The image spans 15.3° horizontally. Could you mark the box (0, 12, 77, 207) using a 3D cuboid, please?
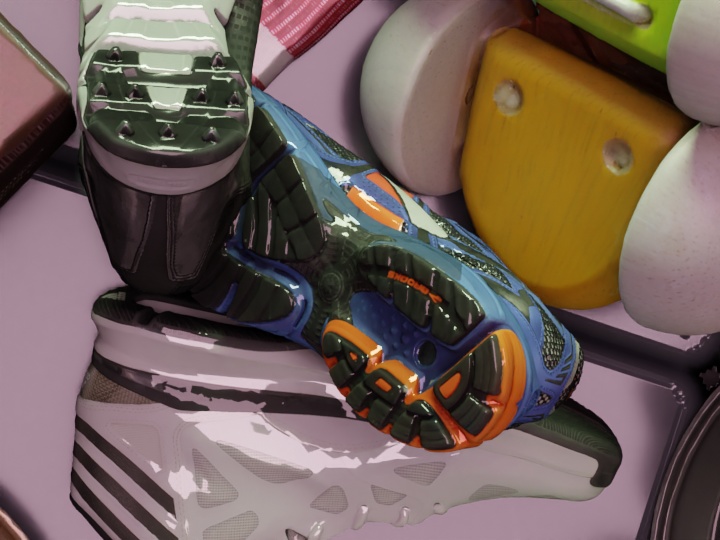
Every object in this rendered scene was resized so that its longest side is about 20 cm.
[{"bbox_3d":[-0.206,-0.054,0.888,0.166,0.200,0.164,-45,94,-4],"label":"box"}]

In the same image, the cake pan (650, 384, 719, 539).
[{"bbox_3d":[0.210,0.112,1.011,0.199,0.037,0.201,0,91,-5],"label":"cake pan"}]

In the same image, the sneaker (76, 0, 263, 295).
[{"bbox_3d":[-0.067,-0.066,0.912,0.066,0.200,0.091,4,128,-4],"label":"sneaker"}]

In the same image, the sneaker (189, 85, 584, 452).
[{"bbox_3d":[0.000,0.000,0.942,0.200,0.078,0.075,44,113,35],"label":"sneaker"}]

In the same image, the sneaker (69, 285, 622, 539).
[{"bbox_3d":[-0.011,0.082,0.983,0.200,0.076,0.116,13,102,-3],"label":"sneaker"}]

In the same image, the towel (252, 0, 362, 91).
[{"bbox_3d":[-0.018,-0.183,0.993,0.200,0.023,0.144,-45,96,-2],"label":"towel"}]

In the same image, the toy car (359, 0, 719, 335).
[{"bbox_3d":[0.105,-0.088,0.940,0.150,0.175,0.201,-25,136,-41],"label":"toy car"}]

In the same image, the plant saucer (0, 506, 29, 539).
[{"bbox_3d":[-0.200,0.157,0.973,0.199,0.035,0.201,0,91,-6],"label":"plant saucer"}]
